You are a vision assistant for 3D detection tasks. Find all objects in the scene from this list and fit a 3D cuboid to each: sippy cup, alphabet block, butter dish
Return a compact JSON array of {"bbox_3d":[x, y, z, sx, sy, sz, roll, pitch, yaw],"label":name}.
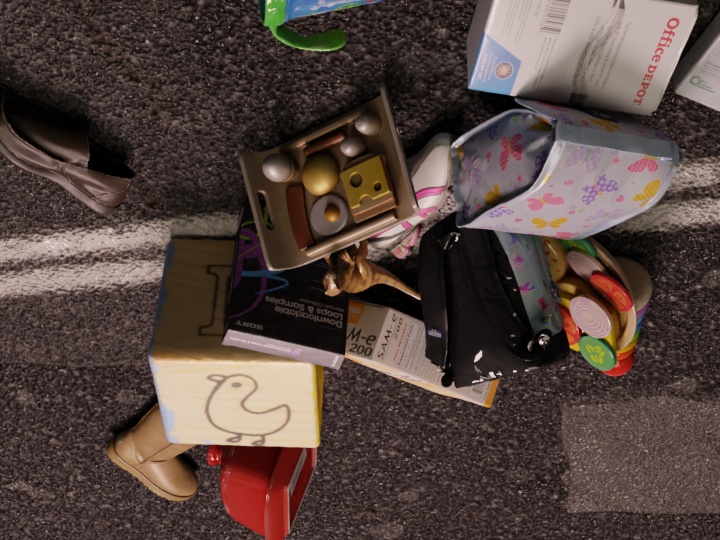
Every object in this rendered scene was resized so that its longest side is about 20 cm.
[{"bbox_3d":[-0.033,-0.304,1.212,0.129,0.141,0.178,-4,165,-8],"label":"sippy cup"},{"bbox_3d":[-0.146,0.091,1.608,0.198,0.198,0.196,1,141,2],"label":"alphabet block"},{"bbox_3d":[-0.151,0.278,1.841,0.146,0.201,0.200,15,140,10],"label":"butter dish"}]

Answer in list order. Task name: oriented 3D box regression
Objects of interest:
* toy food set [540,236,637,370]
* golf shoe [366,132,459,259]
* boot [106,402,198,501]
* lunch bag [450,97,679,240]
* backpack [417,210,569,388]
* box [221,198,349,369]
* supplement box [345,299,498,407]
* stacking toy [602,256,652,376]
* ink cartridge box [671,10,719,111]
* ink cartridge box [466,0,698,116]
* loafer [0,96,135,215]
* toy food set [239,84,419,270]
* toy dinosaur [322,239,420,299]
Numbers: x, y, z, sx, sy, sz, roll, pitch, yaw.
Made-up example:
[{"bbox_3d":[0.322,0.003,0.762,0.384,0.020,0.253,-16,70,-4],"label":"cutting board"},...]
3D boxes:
[{"bbox_3d":[0.252,0.024,1.546,0.197,0.049,0.201,24,141,40],"label":"toy food set"},{"bbox_3d":[0.049,-0.090,1.484,0.091,0.073,0.200,19,137,-15],"label":"golf shoe"},{"bbox_3d":[-0.261,0.260,1.906,0.175,0.067,0.199,33,129,-30],"label":"boot"},{"bbox_3d":[0.217,-0.114,1.357,0.168,0.129,0.200,4,166,-27],"label":"lunch bag"},{"bbox_3d":[0.150,0.023,1.482,0.166,0.202,0.126,-18,177,35],"label":"backpack"},{"bbox_3d":[-0.082,0.014,1.511,0.142,0.201,0.036,13,142,-12],"label":"box"},{"bbox_3d":[0.071,0.107,1.650,0.199,0.074,0.126,24,172,-29],"label":"supplement box"},{"bbox_3d":[0.330,0.073,1.654,0.084,0.086,0.201,-3,143,6],"label":"stacking toy"},{"bbox_3d":[0.460,-0.231,1.325,0.195,0.044,0.200,19,134,-16],"label":"ink cartridge box"},{"bbox_3d":[0.218,-0.247,1.286,0.198,0.084,0.146,8,138,-6],"label":"ink cartridge box"},{"bbox_3d":[-0.338,-0.143,1.456,0.071,0.073,0.199,-36,131,24],"label":"loafer"},{"bbox_3d":[-0.036,-0.101,1.416,0.199,0.145,0.060,-22,166,27],"label":"toy food set"},{"bbox_3d":[0.000,0.000,1.512,0.060,0.107,0.199,-22,169,34],"label":"toy dinosaur"}]
